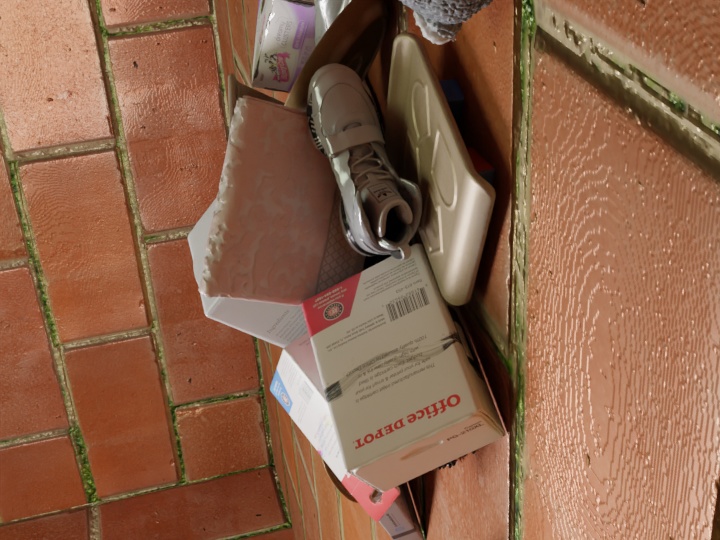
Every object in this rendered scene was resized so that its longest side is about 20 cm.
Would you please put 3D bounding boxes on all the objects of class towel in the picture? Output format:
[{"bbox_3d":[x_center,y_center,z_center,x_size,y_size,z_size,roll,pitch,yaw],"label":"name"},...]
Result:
[{"bbox_3d":[-0.064,-0.061,1.098,0.032,0.190,0.202,16,96,54],"label":"towel"}]

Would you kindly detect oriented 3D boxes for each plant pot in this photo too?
[{"bbox_3d":[-0.024,-0.214,1.158,0.027,0.200,0.200,34,159,6],"label":"plant pot"}]

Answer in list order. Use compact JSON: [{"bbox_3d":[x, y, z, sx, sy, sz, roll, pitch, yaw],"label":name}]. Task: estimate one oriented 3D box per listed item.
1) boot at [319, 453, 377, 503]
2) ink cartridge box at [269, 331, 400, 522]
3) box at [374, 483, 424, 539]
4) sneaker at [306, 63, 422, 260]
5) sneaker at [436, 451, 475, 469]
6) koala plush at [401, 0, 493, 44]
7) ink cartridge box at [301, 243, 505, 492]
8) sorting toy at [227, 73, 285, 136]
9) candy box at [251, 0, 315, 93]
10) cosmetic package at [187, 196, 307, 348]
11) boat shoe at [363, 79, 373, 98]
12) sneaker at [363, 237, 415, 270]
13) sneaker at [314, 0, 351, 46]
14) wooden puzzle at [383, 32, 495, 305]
[{"bbox_3d":[-0.038,0.191,1.351,0.155,0.073,0.201,163,84,-79],"label":"boot"},{"bbox_3d":[-0.010,0.169,1.183,0.200,0.067,0.116,50,152,15],"label":"ink cartridge box"},{"bbox_3d":[0.027,0.276,1.455,0.200,0.041,0.157,64,-174,-55],"label":"box"},{"bbox_3d":[0.008,-0.103,1.038,0.115,0.075,0.201,-148,41,-69],"label":"sneaker"},{"bbox_3d":[0.079,0.175,1.194,0.200,0.066,0.091,125,138,-67],"label":"sneaker"},{"bbox_3d":[0.045,-0.274,0.790,0.201,0.183,0.177,59,156,-1],"label":"koala plush"},{"bbox_3d":[0.040,0.098,1.061,0.084,0.144,0.201,46,-158,-53],"label":"ink cartridge box"},{"bbox_3d":[-0.081,-0.139,1.300,0.036,0.199,0.186,-46,34,31],"label":"sorting toy"},{"bbox_3d":[-0.083,-0.350,1.320,0.168,0.071,0.201,119,157,-59],"label":"candy box"},{"bbox_3d":[-0.093,-0.015,1.397,0.166,0.199,0.168,-48,39,22],"label":"cosmetic package"},{"bbox_3d":[-0.032,-0.233,1.358,0.201,0.072,0.073,-112,15,-47],"label":"boat shoe"},{"bbox_3d":[0.029,0.035,1.197,0.099,0.070,0.202,7,-110,-56],"label":"sneaker"},{"bbox_3d":[-0.029,-0.317,1.153,0.092,0.076,0.200,35,147,7],"label":"sneaker"},{"bbox_3d":[0.079,-0.096,1.003,0.186,0.046,0.201,95,157,-55],"label":"wooden puzzle"}]
